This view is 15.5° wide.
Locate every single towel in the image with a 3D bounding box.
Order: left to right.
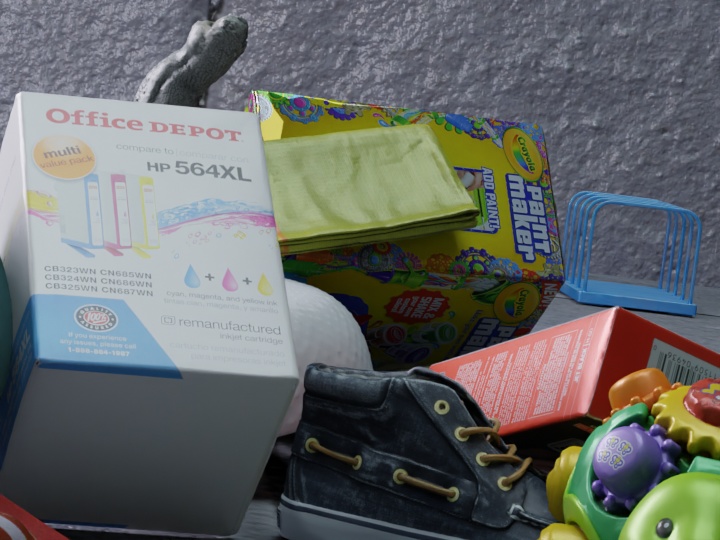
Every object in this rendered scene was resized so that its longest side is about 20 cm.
[{"bbox_3d":[-0.033,-0.048,1.546,0.200,0.018,0.086,-7,53,-26],"label":"towel"}]

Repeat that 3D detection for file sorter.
[{"bbox_3d":[0.314,-0.023,3.106,0.138,0.123,0.200,6,5,-5],"label":"file sorter"}]

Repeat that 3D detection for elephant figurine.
[{"bbox_3d":[-0.132,-0.036,1.596,0.200,0.142,0.155,-23,-21,-4],"label":"elephant figurine"}]

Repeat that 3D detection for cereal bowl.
[{"bbox_3d":[-0.096,0.045,1.492,0.200,0.083,0.200,-10,9,2],"label":"cereal bowl"}]

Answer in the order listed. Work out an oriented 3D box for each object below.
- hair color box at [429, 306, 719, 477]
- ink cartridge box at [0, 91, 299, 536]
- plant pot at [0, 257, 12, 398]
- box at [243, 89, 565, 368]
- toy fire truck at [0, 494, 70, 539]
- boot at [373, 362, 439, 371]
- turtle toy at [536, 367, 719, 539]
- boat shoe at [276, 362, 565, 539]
[{"bbox_3d":[0.114,0.078,1.358,0.101,0.061,0.200,24,-19,-19],"label":"hair color box"},{"bbox_3d":[-0.116,0.011,1.298,0.128,0.125,0.200,5,48,-17],"label":"ink cartridge box"},{"bbox_3d":[-0.247,0.025,1.183,0.200,0.201,0.161,5,16,-26],"label":"plant pot"},{"bbox_3d":[0.000,0.000,1.670,0.192,0.122,0.200,5,-34,-17],"label":"box"},{"bbox_3d":[-0.159,0.104,0.891,0.168,0.112,0.200,28,12,17],"label":"toy fire truck"},{"bbox_3d":[0.083,0.090,1.567,0.200,0.073,0.155,4,3,8],"label":"boot"},{"bbox_3d":[0.152,0.108,1.165,0.145,0.101,0.200,12,24,6],"label":"turtle toy"},{"bbox_3d":[0.058,0.100,1.286,0.200,0.091,0.071,8,5,15],"label":"boat shoe"}]
